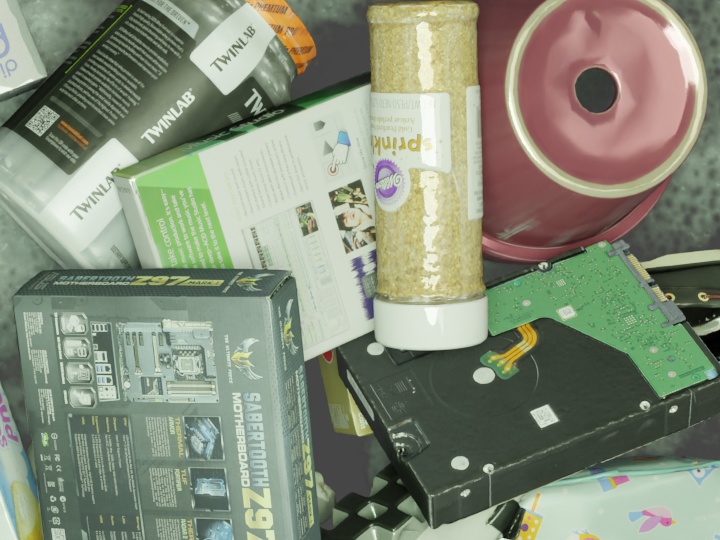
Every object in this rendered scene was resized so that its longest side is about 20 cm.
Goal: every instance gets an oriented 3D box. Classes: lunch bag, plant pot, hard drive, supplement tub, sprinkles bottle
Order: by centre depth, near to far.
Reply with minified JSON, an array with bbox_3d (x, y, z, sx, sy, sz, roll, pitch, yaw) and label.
[{"bbox_3d":[0.039,-0.056,1.357,0.068,0.068,0.202,-3,97,-13],"label":"sprinkles bottle"},{"bbox_3d":[0.102,0.064,1.395,0.199,0.140,0.038,-21,138,-14],"label":"hard drive"},{"bbox_3d":[-0.127,-0.093,1.406,0.123,0.122,0.200,44,80,-9],"label":"supplement tub"},{"bbox_3d":[0.124,-0.103,1.438,0.199,0.179,0.202,0,89,-14],"label":"plant pot"},{"bbox_3d":[0.158,0.204,1.491,0.199,0.077,0.162,-6,91,-13],"label":"lunch bag"}]

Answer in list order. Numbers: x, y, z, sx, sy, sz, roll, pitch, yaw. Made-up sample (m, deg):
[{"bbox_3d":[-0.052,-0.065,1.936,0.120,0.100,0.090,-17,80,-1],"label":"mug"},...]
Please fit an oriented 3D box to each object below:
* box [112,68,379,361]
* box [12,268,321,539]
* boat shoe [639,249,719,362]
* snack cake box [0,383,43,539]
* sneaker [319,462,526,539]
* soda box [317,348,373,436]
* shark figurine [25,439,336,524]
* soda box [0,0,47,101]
[{"bbox_3d":[-0.036,-0.024,1.378,0.199,0.036,0.145,-24,106,-26],"label":"box"},{"bbox_3d":[-0.108,0.100,1.326,0.157,0.051,0.201,0,108,17],"label":"box"},{"bbox_3d":[0.165,0.038,1.493,0.200,0.074,0.063,-10,47,-15],"label":"boat shoe"},{"bbox_3d":[-0.257,0.137,1.380,0.114,0.067,0.201,-18,93,10],"label":"snack cake box"},{"bbox_3d":[0.062,0.144,1.417,0.200,0.074,0.089,-34,120,-23],"label":"sneaker"},{"bbox_3d":[0.000,0.000,1.464,0.067,0.064,0.201,-13,92,-15],"label":"soda box"},{"bbox_3d":[-0.113,0.154,1.406,0.213,0.128,0.090,10,96,-12],"label":"shark figurine"},{"bbox_3d":[-0.294,-0.109,1.396,0.199,0.063,0.069,-22,93,-13],"label":"soda box"}]
